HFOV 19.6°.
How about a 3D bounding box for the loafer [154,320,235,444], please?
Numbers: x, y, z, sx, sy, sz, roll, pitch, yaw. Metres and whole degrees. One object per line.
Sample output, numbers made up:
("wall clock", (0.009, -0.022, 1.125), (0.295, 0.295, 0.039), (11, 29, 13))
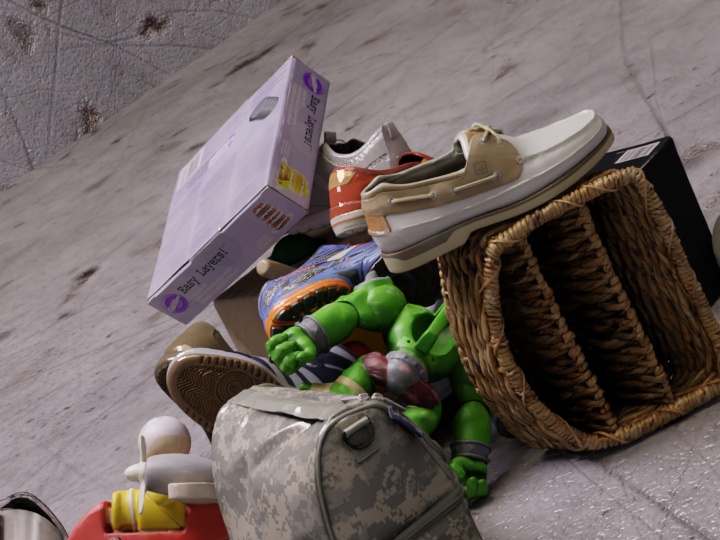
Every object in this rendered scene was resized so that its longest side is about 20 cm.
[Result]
("loafer", (-0.100, 0.116, 1.790), (0.076, 0.200, 0.068), (-1, 52, 32))

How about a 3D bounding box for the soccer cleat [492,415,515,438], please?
("soccer cleat", (0.150, 0.047, 1.728), (0.073, 0.068, 0.201), (20, 71, 31))

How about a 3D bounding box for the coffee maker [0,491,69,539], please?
("coffee maker", (-0.323, 0.300, 1.747), (0.192, 0.135, 0.200), (-50, 14, 5))

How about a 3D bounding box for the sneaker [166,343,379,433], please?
("sneaker", (-0.070, 0.094, 1.728), (0.109, 0.199, 0.070), (-109, 41, -62))

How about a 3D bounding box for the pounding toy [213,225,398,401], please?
("pounding toy", (-0.028, 0.038, 1.902), (0.142, 0.201, 0.184), (-6, 26, 50))

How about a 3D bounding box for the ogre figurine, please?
("ogre figurine", (0.037, 0.084, 1.654), (0.199, 0.098, 0.120), (27, 61, 19))

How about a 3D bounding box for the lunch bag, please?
("lunch bag", (-0.019, 0.167, 1.549), (0.139, 0.168, 0.200), (-35, 18, -25))

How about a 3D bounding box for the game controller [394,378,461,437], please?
("game controller", (0.034, 0.137, 1.810), (0.200, 0.042, 0.104), (-36, 4, -29))

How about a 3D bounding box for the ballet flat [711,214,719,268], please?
("ballet flat", (0.352, -0.056, 1.808), (0.067, 0.064, 0.200), (25, 32, 10))

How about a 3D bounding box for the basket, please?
("basket", (0.165, 0.037, 1.595), (0.143, 0.201, 0.149), (-36, 19, -31))

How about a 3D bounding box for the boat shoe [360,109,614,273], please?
("boat shoe", (0.095, -0.074, 1.568), (0.199, 0.069, 0.075), (-30, 15, -4))

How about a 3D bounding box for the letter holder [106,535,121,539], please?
("letter holder", (-0.237, 0.312, 1.578), (0.199, 0.101, 0.142), (-30, 18, -8))

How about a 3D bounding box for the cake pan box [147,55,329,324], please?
("cake pan box", (-0.112, -0.070, 1.882), (0.200, 0.052, 0.185), (-42, 25, 34))

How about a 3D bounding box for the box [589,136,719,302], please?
("box", (0.201, -0.020, 1.823), (0.199, 0.142, 0.079), (-13, 21, 41))

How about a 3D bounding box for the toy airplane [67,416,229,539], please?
("toy airplane", (-0.133, 0.182, 1.726), (0.199, 0.142, 0.200), (-14, -13, -44))

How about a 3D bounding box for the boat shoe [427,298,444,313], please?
("boat shoe", (0.079, 0.052, 1.792), (0.072, 0.062, 0.200), (12, 5, -7))

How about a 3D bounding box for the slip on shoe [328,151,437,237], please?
("slip on shoe", (0.058, -0.073, 1.771), (0.199, 0.062, 0.074), (-11, -7, -32))

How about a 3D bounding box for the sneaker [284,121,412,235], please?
("sneaker", (-0.023, -0.085, 1.879), (0.199, 0.082, 0.075), (-13, 7, 39))

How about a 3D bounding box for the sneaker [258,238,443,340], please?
("sneaker", (0.000, 0.000, 1.733), (0.199, 0.076, 0.078), (-22, 34, -19))
